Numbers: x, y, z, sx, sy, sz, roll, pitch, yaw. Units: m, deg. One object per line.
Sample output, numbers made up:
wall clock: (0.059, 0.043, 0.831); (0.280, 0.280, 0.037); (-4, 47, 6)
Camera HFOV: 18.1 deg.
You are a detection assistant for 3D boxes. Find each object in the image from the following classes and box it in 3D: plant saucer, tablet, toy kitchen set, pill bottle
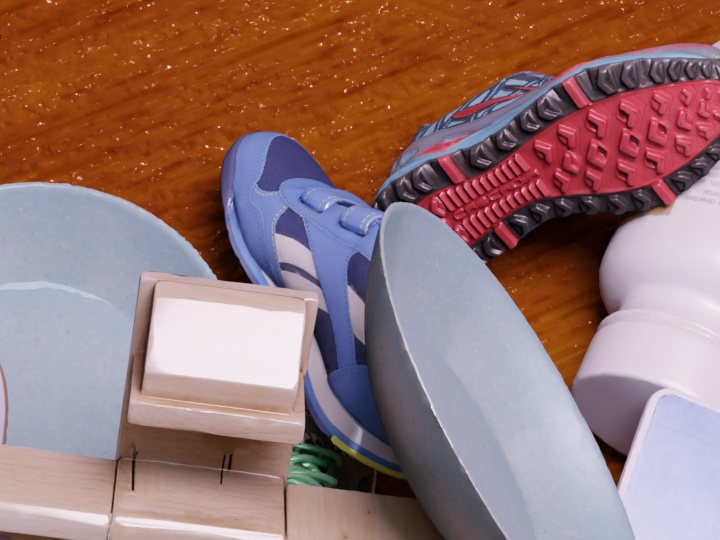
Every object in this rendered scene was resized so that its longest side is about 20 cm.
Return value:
plant saucer: (0.049, 0.069, 0.905); (0.039, 0.201, 0.202); (-31, 70, 16)
tablet: (0.200, 0.141, 0.976); (0.199, 0.014, 0.131); (22, 65, 4)
toy kitchen set: (-0.050, 0.117, 0.843); (0.199, 0.164, 0.181); (8, 26, -6)
pill bottle: (0.179, -0.006, 1.092); (0.114, 0.114, 0.201); (26, 64, 4)
plant saucer: (-0.152, 0.059, 1.040); (0.200, 0.039, 0.202); (1, 68, -2)

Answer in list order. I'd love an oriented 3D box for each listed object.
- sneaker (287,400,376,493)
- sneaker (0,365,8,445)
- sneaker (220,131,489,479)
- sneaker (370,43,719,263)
sneaker: (-0.027, 0.112, 1.021); (0.076, 0.089, 0.201); (6, 64, -6)
sneaker: (-0.223, 0.112, 0.928); (0.070, 0.108, 0.201); (34, 103, 21)
sneaker: (0.000, 0.000, 1.048); (0.074, 0.082, 0.200); (15, 36, -45)
sneaker: (0.093, -0.073, 1.086); (0.079, 0.199, 0.096); (54, 32, -28)
